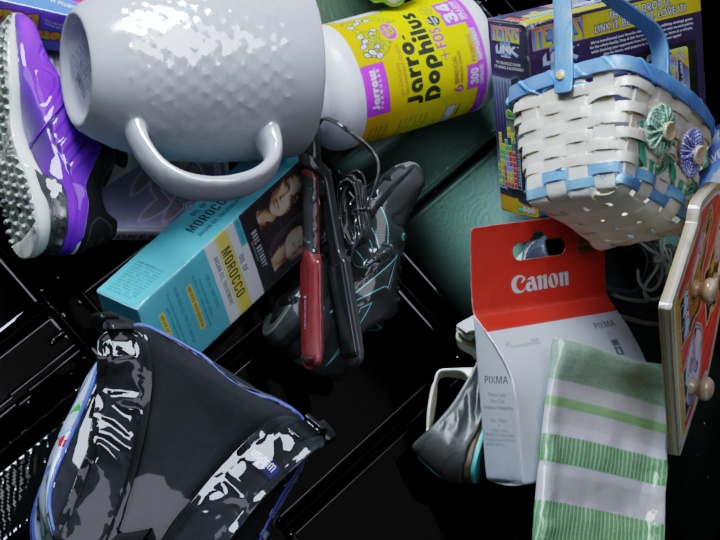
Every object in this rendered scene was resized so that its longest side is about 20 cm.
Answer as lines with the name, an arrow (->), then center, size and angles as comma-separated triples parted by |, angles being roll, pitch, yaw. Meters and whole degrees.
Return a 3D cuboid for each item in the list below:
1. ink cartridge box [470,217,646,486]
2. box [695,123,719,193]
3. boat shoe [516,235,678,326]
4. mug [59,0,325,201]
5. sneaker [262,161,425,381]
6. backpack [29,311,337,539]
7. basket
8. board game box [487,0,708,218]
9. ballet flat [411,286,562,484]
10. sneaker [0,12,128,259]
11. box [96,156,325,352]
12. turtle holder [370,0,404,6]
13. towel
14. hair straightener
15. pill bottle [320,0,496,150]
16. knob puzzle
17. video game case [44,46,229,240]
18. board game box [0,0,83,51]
ink cartridge box -> 0.162, 0.060, 1.623 | 0.159, 0.047, 0.202 | -7, 95, -41
box -> 0.353, -0.053, 1.742 | 0.047, 0.122, 0.201 | 29, 39, -36
boat shoe -> 0.230, -0.002, 1.731 | 0.198, 0.062, 0.076 | 10, 63, -17
mug -> -0.126, -0.135, 1.533 | 0.174, 0.148, 0.201 | -4, 55, -24
sneaker -> 0.000, 0.000, 1.649 | 0.079, 0.075, 0.201 | 40, 69, -11
backpack -> -0.148, 0.162, 1.470 | 0.199, 0.154, 0.191 | 27, 53, 0
basket -> 0.202, -0.129, 1.618 | 0.176, 0.138, 0.202 | 24, 58, -50
board game box -> 0.204, -0.148, 1.733 | 0.199, 0.057, 0.167 | -16, 108, -32
ballet flat -> 0.099, 0.078, 1.647 | 0.068, 0.068, 0.201 | 19, 61, 20
sneaker -> -0.233, -0.103, 1.581 | 0.099, 0.070, 0.202 | -2, 70, -29
box -> -0.112, -0.008, 1.591 | 0.049, 0.083, 0.200 | 20, 52, 38
turtle holder -> 0.045, -0.308, 1.737 | 0.131, 0.142, 0.186 | 34, 17, -1
towel -> 0.194, 0.165, 1.605 | 0.152, 0.023, 0.202 | 14, 80, -41
hair straightener -> -0.013, -0.022, 1.591 | 0.076, 0.041, 0.202 | 1, 77, -24
pill bottle -> 0.010, -0.161, 1.696 | 0.198, 0.104, 0.105 | -19, 75, -26
knob puzzle -> 0.280, 0.019, 1.625 | 0.030, 0.220, 0.221 | 8, 60, 20
video game case -> -0.198, -0.120, 1.647 | 0.180, 0.023, 0.202 | 0, 68, -20
board game box -> -0.264, -0.249, 1.648 | 0.198, 0.045, 0.136 | 12, 54, -12
